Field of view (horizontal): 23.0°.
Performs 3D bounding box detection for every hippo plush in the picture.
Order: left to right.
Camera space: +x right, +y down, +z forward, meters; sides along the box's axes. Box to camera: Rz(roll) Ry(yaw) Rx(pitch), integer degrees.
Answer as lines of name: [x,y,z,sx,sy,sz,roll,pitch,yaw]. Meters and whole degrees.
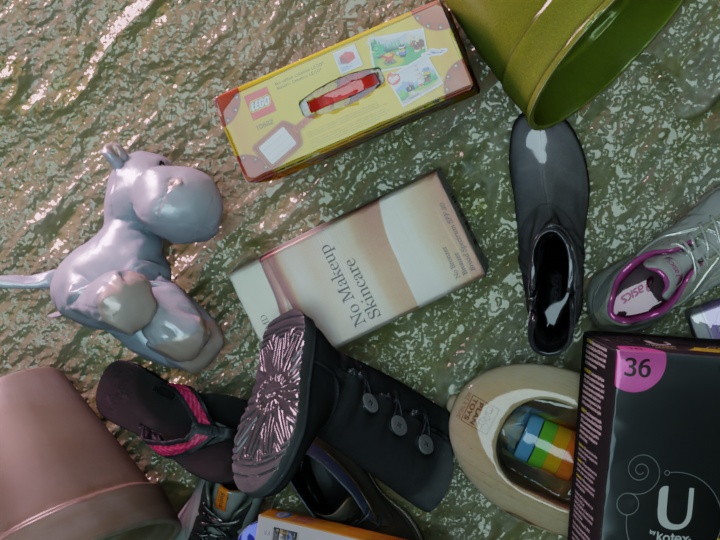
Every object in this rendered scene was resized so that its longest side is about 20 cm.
hippo plush: [-0.179,-0.014,1.532,0.199,0.159,0.161,12,74,46]

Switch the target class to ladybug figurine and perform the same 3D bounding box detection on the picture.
ladybug figurine: [0.167,0.150,1.515,0.199,0.072,0.136,27,96,3]

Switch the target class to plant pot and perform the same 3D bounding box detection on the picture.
plant pot: [-0.279,0.187,1.528,0.199,0.200,0.174,-30,73,8]
plant pot: [0.143,-0.252,1.444,0.200,0.200,0.193,-46,76,8]

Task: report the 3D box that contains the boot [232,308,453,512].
boot: [-0.007,0.148,1.458,0.065,0.200,0.166,-13,51,39]

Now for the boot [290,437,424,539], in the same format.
boot: [-0.007,0.221,1.523,0.075,0.097,0.201,-29,89,22]

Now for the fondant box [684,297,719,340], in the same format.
fondant box: [0.377,0.104,1.495,0.144,0.058,0.201,-21,90,8]

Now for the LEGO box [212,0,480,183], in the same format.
LEGO box: [-0.006,-0.146,1.476,0.199,0.149,0.078,-23,91,7]

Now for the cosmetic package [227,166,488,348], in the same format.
cosmetic package: [0.000,0.000,1.517,0.199,0.087,0.104,-27,92,8]

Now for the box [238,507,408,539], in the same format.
box: [-0.018,0.272,1.464,0.199,0.041,0.120,10,95,15]

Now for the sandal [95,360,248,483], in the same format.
sandal: [-0.161,0.128,1.523,0.199,0.045,0.075,18,87,33]

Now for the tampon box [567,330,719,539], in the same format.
tampon box: [0.253,0.157,1.410,0.149,0.126,0.201,3,95,-5]

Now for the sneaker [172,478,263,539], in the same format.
sneaker: [-0.126,0.216,1.552,0.074,0.079,0.201,21,97,3]

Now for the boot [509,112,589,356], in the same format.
boot: [0.160,-0.036,1.473,0.069,0.132,0.201,-8,93,8]

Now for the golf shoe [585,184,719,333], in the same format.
golf shoe: [0.279,-0.010,1.482,0.200,0.092,0.075,-38,88,6]
